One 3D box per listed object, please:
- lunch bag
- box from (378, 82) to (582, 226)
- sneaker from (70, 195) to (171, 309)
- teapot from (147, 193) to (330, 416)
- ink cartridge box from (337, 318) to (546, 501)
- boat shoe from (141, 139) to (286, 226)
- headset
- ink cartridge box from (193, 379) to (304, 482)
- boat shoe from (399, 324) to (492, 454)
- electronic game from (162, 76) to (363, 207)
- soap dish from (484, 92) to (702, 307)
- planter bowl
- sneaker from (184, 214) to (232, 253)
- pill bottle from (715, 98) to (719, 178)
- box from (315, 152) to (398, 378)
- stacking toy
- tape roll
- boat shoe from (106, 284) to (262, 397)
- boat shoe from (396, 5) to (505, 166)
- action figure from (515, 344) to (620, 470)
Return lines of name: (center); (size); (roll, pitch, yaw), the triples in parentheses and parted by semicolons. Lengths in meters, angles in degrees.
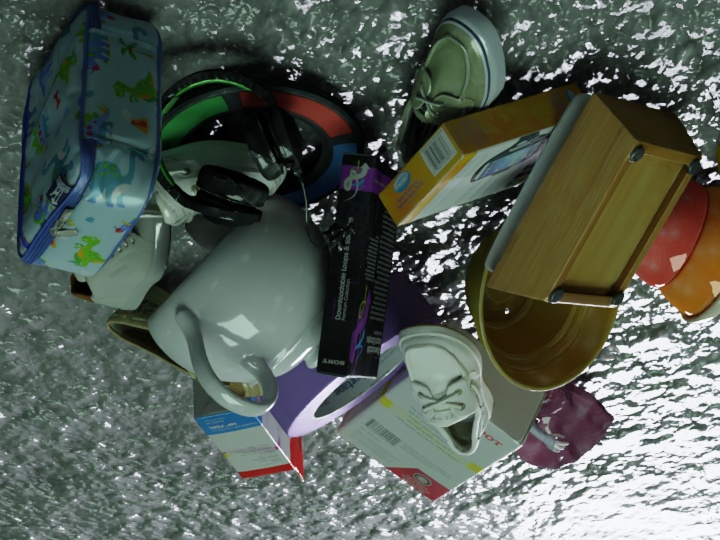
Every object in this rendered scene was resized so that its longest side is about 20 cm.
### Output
lunch bag: (-0.230, -0.105, 1.481); (0.082, 0.200, 0.161); (15, 144, -26)
box: (0.122, -0.108, 1.600); (0.200, 0.042, 0.119); (-22, 164, -41)
sneaker: (-0.239, -0.018, 1.737); (0.085, 0.073, 0.200); (6, 148, -20)
teapot: (-0.091, 0.037, 1.641); (0.146, 0.200, 0.197); (44, 167, -4)
ink cartridge box: (0.090, 0.158, 1.978); (0.145, 0.083, 0.200); (37, 143, -9)
boat shoe: (-0.167, -0.070, 1.603); (0.200, 0.069, 0.071); (-3, 143, 11)
headset: (-0.093, -0.085, 1.525); (0.200, 0.094, 0.124); (38, 96, -9)
ink cartridge box: (-0.123, 0.154, 1.982); (0.067, 0.116, 0.200); (-12, 146, 11)
boat shoe: (0.089, 0.123, 1.772); (0.071, 0.069, 0.200); (-5, 147, 21)
electronic game: (-0.096, -0.112, 1.633); (0.200, 0.042, 0.200); (-2, 148, -1)
soap dish: (0.214, -0.056, 1.610); (0.157, 0.081, 0.200); (6, 117, -53)
planter bowl: (0.166, 0.015, 1.782); (0.200, 0.201, 0.083); (28, 171, -40)
sneaker: (-0.102, -0.005, 1.776); (0.072, 0.073, 0.200); (-20, 143, 27)
pill bottle: (0.380, -0.080, 1.586); (0.112, 0.200, 0.113); (-3, 148, -2)
box: (0.000, 0.000, 1.636); (0.036, 0.200, 0.143); (6, 177, 12)
stacking toy: (0.281, -0.049, 1.731); (0.200, 0.146, 0.146); (25, 142, -8)
tape roll: (-0.013, 0.087, 1.840); (0.200, 0.066, 0.200); (-35, 166, -10)
boat shoe: (-0.174, 0.083, 1.806); (0.200, 0.063, 0.073); (28, 143, 37)
boat shoe: (0.076, -0.150, 1.548); (0.062, 0.072, 0.200); (-39, 160, -25)
action figure: (0.216, 0.136, 2.041); (0.149, 0.134, 0.200); (26, 154, 41)
